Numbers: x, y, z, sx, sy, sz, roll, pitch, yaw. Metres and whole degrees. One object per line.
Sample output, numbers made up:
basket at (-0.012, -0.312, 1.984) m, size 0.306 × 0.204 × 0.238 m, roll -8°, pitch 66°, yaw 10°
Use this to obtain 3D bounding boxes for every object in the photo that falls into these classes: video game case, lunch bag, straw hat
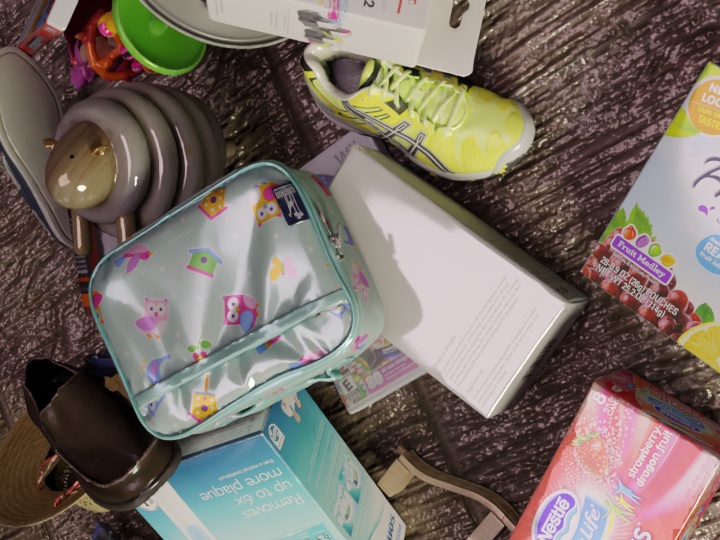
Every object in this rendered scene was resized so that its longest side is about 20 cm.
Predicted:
video game case at (0.000, 0.000, 0.951) m, size 0.143 × 0.018 × 0.201 m, roll -33°, pitch 79°, yaw 32°
lunch bag at (-0.088, 0.025, 0.823) m, size 0.199 × 0.077 × 0.161 m, roll -29°, pitch 75°, yaw 16°
video game case at (-0.248, -0.260, 0.979) m, size 0.200 × 0.017 × 0.144 m, roll 9°, pitch 76°, yaw 66°
straw hat at (-0.259, 0.186, 1.099) m, size 0.200 × 0.202 × 0.085 m, roll -17°, pitch 131°, yaw 33°

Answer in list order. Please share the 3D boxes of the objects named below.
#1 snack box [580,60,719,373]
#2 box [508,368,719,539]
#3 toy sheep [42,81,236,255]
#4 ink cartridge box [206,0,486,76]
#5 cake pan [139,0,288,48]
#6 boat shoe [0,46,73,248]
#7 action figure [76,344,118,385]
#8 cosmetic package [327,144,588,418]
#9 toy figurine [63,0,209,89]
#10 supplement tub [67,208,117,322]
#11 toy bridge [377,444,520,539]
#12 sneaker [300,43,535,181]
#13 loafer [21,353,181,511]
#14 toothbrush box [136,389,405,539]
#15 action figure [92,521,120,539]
snack box at (0.272, -0.014, 0.745) m, size 0.200 × 0.068 × 0.169 m, roll 38°, pitch 115°, yaw 21°
box at (0.172, 0.182, 0.806) m, size 0.102 × 0.094 × 0.201 m, roll 32°, pitch 105°, yaw 24°
toy sheep at (-0.171, -0.085, 0.916) m, size 0.137 × 0.200 × 0.139 m, roll 7°, pitch 105°, yaw 30°
ink cartridge box at (-0.002, -0.222, 0.818) m, size 0.198 × 0.068 × 0.116 m, roll 12°, pitch 78°, yaw -2°
cake pan at (-0.096, -0.272, 0.874) m, size 0.037 × 0.199 × 0.202 m, roll -18°, pitch 87°, yaw 66°
boat shoe at (-0.304, -0.113, 1.075) m, size 0.062 × 0.075 × 0.201 m, roll 11°, pitch 134°, yaw 46°
action figure at (-0.143, 0.069, 0.966) m, size 0.199 × 0.105 × 0.195 m, roll -17°, pitch 106°, yaw 31°
cosmetic package at (0.056, 0.005, 0.858) m, size 0.200 × 0.085 × 0.108 m, roll 39°, pitch 104°, yaw 18°
toy figurine at (-0.190, -0.207, 0.965) m, size 0.150 × 0.201 × 0.183 m, roll 40°, pitch 140°, yaw -24°
supplement tub at (-0.204, -0.020, 1.025) m, size 0.106 × 0.107 × 0.202 m, roll -5°, pitch 94°, yaw 33°
toy bridge at (0.098, 0.213, 0.913) m, size 0.200 × 0.027 × 0.067 m, roll 45°, pitch 115°, yaw 19°
sneaker at (0.036, -0.123, 0.867) m, size 0.199 × 0.076 × 0.076 m, roll 19°, pitch 84°, yaw 27°
loafer at (-0.212, 0.120, 0.876) m, size 0.199 × 0.073 × 0.072 m, roll 18°, pitch 149°, yaw 47°
toothbrush box at (-0.075, 0.190, 0.922) m, size 0.145 × 0.086 × 0.201 m, roll -20°, pitch 120°, yaw 24°
action figure at (-0.193, 0.327, 1.088) m, size 0.200 × 0.104 × 0.195 m, roll 44°, pitch 113°, yaw 49°
